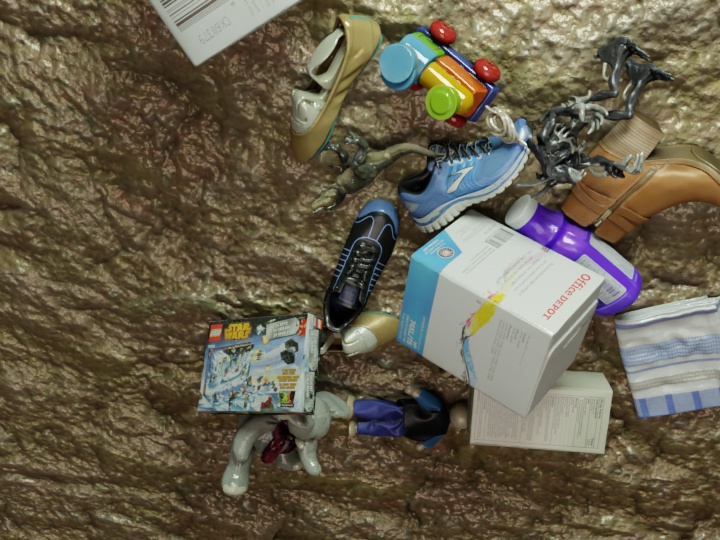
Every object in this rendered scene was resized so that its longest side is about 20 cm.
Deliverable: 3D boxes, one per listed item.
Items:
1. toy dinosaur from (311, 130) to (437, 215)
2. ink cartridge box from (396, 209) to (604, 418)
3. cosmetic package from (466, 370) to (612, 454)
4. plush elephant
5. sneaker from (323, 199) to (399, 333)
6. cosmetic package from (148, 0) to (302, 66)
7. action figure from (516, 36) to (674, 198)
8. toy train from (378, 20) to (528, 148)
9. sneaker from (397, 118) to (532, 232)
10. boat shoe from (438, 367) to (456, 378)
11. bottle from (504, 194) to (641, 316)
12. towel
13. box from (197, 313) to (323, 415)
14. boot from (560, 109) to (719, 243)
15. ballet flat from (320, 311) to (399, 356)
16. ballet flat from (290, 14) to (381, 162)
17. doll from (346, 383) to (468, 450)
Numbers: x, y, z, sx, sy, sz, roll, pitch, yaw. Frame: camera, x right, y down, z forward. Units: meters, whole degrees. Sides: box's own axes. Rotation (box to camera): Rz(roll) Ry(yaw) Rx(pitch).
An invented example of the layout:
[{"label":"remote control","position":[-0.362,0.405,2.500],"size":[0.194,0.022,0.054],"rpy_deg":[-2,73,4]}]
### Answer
[{"label":"toy dinosaur","position":[-0.004,-0.139,1.046],"size":[0.199,0.048,0.088],"rpy_deg":[-25,127,38]},{"label":"ink cartridge box","position":[0.173,0.050,1.025],"size":[0.199,0.146,0.147],"rpy_deg":[30,133,25]},{"label":"cosmetic package","position":[0.261,0.203,1.202],"size":[0.198,0.073,0.105],"rpy_deg":[4,106,2]},{"label":"plush elephant","position":[-0.103,0.243,1.234],"size":[0.154,0.164,0.202],"rpy_deg":[4,92,40]},{"label":"sneaker","position":[0.000,0.000,1.126],"size":[0.070,0.078,0.201],"rpy_deg":[19,124,-4]},{"label":"cosmetic package","position":[-0.129,-0.350,0.846],"size":[0.164,0.201,0.165],"rpy_deg":[-24,117,24]},{"label":"action figure","position":[0.266,-0.161,0.926],"size":[0.118,0.102,0.201],"rpy_deg":[30,97,-36]},{"label":"toy train","position":[0.115,-0.195,0.927],"size":[0.200,0.116,0.085],"rpy_deg":[43,122,8]},{"label":"sneaker","position":[0.128,-0.129,1.023],"size":[0.199,0.079,0.089],"rpy_deg":[-34,115,26]},{"label":"boat shoe","position":[0.201,0.105,1.170],"size":[0.072,0.072,0.200],"rpy_deg":[42,113,-17]},{"label":"bottle","position":[0.278,-0.022,1.072],"size":[0.199,0.066,0.083],"rpy_deg":[37,141,-14]},{"label":"towel","position":[0.455,0.130,1.173],"size":[0.146,0.024,0.201],"rpy_deg":[-13,120,17]},{"label":"box","position":[-0.146,0.138,1.174],"size":[0.199,0.138,0.040],"rpy_deg":[-6,161,36]},{"label":"boot","position":[0.365,-0.087,1.011],"size":[0.199,0.077,0.156],"rpy_deg":[28,121,-6]},{"label":"ballet flat","position":[-0.036,0.103,1.208],"size":[0.198,0.063,0.069],"rpy_deg":[-3,125,11]},{"label":"ballet flat","position":[-0.049,-0.223,0.985],"size":[0.063,0.069,0.201],"rpy_deg":[8,125,-41]},{"label":"doll","position":[0.078,0.229,1.280],"size":[0.198,0.049,0.137],"rpy_deg":[0,124,9]}]
